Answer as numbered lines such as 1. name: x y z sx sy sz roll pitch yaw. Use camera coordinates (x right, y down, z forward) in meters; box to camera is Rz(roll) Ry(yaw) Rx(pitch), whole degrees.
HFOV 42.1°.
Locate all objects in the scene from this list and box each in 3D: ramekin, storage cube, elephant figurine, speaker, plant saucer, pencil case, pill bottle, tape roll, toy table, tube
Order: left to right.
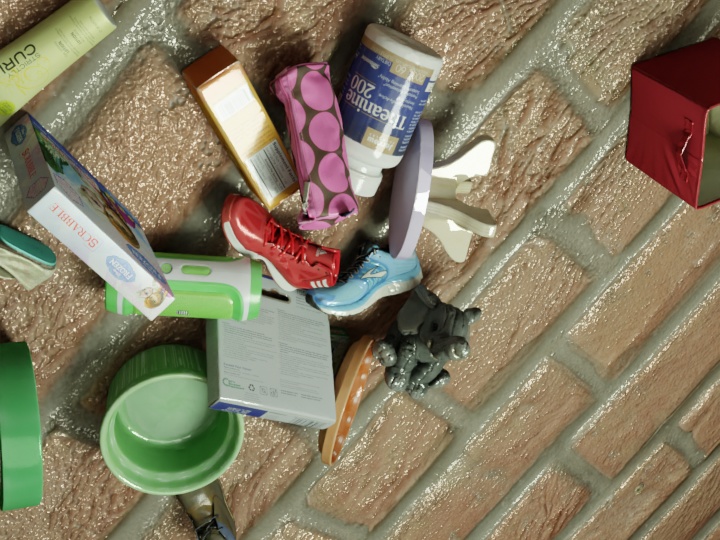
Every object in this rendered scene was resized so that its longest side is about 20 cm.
1. tape roll: -0.432 0.192 1.163 0.047 0.201 0.204 -4 122 -26
2. tube: -0.362 -0.230 1.034 0.198 0.052 0.059 -36 90 2
3. ramekin: -0.265 0.203 1.310 0.195 0.098 0.204 -7 119 -13
4. speaker: -0.229 0.020 1.215 0.195 0.089 0.090 4 120 -12
5. pencil case: -0.060 -0.155 1.158 0.093 0.090 0.205 -10 86 -46
6. plant saucer: -0.024 0.194 1.422 0.032 0.201 0.204 19 116 8
7. pill bottle: 0.021 -0.205 1.218 0.109 0.111 0.203 11 114 -33
8. elephant figurine: 0.116 0.091 1.373 0.139 0.157 0.201 -10 152 -36
9. toy table: 0.113 -0.105 1.304 0.114 0.186 0.203 5 130 -13
10. storage cube: 0.533 -0.232 1.443 0.196 0.180 0.174 -20 128 -15

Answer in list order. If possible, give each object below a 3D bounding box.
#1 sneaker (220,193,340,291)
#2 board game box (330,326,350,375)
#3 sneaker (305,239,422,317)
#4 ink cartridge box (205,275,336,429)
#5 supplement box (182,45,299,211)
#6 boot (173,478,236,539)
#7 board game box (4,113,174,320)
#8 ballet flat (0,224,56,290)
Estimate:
1. sneaker: -0.093 -0.040 1.249 0.200 0.113 0.080 42 54 -50
2. board game box: -0.124 0.140 1.413 0.196 0.029 0.137 9 114 -33
3. sneaker: 0.000 0.000 1.371 0.197 0.078 0.092 -24 118 -30
4. ink cartridge box: -0.126 0.109 1.311 0.193 0.204 0.043 18 142 -35
5. supplement box: -0.145 -0.175 1.176 0.068 0.067 0.202 -33 131 -9
6. boot: -0.236 0.380 1.459 0.074 0.097 0.202 -30 130 -8
7. board game box: -0.310 -0.063 1.068 0.041 0.200 0.200 -39 131 1
8. ballet flat: -0.448 -0.035 1.099 0.062 0.068 0.199 -39 131 12
